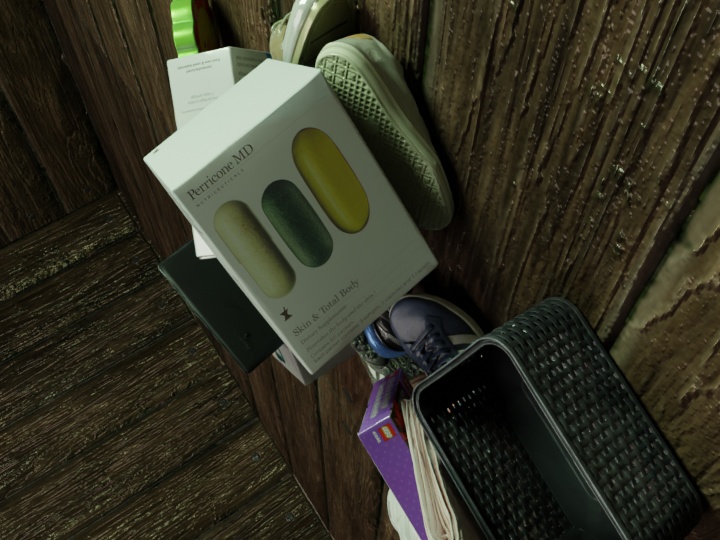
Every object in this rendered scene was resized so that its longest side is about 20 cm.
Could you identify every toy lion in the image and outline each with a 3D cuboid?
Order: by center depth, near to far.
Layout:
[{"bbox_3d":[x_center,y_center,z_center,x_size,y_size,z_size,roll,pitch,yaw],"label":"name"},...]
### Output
[{"bbox_3d":[-0.202,-0.264,1.041,0.200,0.067,0.197,45,-142,-84],"label":"toy lion"}]

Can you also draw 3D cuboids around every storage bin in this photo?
[{"bbox_3d":[0.147,0.143,0.616,0.202,0.093,0.135,59,141,12],"label":"storage bin"}]

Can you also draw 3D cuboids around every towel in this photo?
[{"bbox_3d":[0.106,0.232,0.700,0.201,0.032,0.192,53,-166,-28],"label":"towel"}]

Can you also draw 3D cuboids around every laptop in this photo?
[{"bbox_3d":[-0.142,0.019,1.094,0.188,0.116,0.200,48,-168,8],"label":"laptop"}]

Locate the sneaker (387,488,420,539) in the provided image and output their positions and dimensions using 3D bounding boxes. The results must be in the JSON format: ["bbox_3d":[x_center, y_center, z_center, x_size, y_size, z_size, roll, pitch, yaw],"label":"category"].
[{"bbox_3d":[0.088,0.363,0.991,0.099,0.074,0.204,-13,95,67],"label":"sneaker"}]

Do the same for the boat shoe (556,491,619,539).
[{"bbox_3d":[0.218,0.271,0.731,0.072,0.071,0.203,44,150,41],"label":"boat shoe"}]

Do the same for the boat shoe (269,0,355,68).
[{"bbox_3d":[-0.055,-0.210,0.746,0.069,0.074,0.200,51,162,10],"label":"boat shoe"}]

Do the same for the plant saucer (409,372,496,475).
[{"bbox_3d":[0.109,0.205,0.858,0.197,0.029,0.204,20,124,33],"label":"plant saucer"}]

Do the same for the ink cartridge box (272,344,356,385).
[{"bbox_3d":[-0.087,0.090,1.227,0.199,0.115,0.068,27,144,62],"label":"ink cartridge box"}]

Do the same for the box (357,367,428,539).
[{"bbox_3d":[0.070,0.209,0.774,0.202,0.039,0.137,59,-169,-6],"label":"box"}]

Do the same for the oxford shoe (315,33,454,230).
[{"bbox_3d":[0.032,-0.119,0.685,0.074,0.058,0.201,-7,130,40],"label":"oxford shoe"}]

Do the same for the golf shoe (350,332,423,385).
[{"bbox_3d":[0.060,0.146,0.992,0.201,0.077,0.095,58,173,38],"label":"golf shoe"}]

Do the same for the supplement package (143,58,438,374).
[{"bbox_3d":[-0.063,-0.053,0.694,0.201,0.151,0.150,55,171,-27],"label":"supplement package"}]

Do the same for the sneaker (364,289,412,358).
[{"bbox_3d":[0.027,-0.011,0.845,0.071,0.081,0.204,1,-109,-71],"label":"sneaker"}]

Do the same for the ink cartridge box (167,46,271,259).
[{"bbox_3d":[-0.119,-0.123,0.842,0.083,0.144,0.205,-3,98,25],"label":"ink cartridge box"}]

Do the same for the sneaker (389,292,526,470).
[{"bbox_3d":[0.092,0.103,0.746,0.200,0.084,0.076,43,123,18],"label":"sneaker"}]
